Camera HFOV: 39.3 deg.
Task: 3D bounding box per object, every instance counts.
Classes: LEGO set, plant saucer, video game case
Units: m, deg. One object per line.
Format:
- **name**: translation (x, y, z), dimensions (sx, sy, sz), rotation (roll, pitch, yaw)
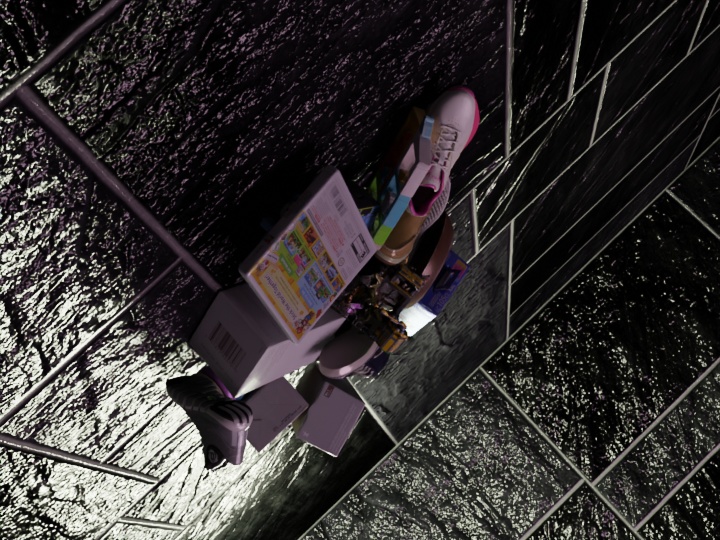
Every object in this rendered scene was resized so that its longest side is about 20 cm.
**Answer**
- **LEGO set**: translation (0.021, 0.017, 1.537), dimensions (0.116, 0.199, 0.154), rotation (-50, -178, 18)
- **plant saucer**: translation (0.109, -0.011, 1.767), dimensions (0.201, 0.034, 0.201), rotation (-57, -169, 18)
- **video game case**: translation (-0.065, -0.017, 1.344), dimensions (0.182, 0.023, 0.200), rotation (-50, 149, -14)

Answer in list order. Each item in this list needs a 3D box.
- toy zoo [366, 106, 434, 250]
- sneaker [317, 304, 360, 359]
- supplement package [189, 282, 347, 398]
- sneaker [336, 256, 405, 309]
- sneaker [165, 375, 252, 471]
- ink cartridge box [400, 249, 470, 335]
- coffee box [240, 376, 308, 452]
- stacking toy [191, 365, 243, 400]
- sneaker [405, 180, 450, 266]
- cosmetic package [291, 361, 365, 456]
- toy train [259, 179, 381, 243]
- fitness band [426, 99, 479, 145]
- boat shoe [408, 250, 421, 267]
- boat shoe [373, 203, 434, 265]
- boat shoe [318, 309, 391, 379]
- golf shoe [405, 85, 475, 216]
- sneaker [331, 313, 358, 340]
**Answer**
- **toy zoo**: translation (0.058, -0.143, 1.447), dimensions (0.132, 0.020, 0.201), rotation (-92, -154, -47)
- **sneaker**: translation (-0.045, 0.069, 1.766), dimensions (0.200, 0.072, 0.115), rotation (-36, 148, -28)
- **supplement package**: translation (-0.137, 0.088, 1.520), dimensions (0.199, 0.117, 0.118), rotation (-19, 150, -53)
- **sneaker**: translation (0.000, 0.000, 1.654), dimensions (0.198, 0.076, 0.115), rotation (8, 123, -37)
- **sneaker**: translation (-0.232, 0.234, 1.488), dimensions (0.074, 0.199, 0.117), rotation (-6, 107, -36)
- **ink cartridge box**: translation (0.129, 0.038, 1.954), dimensions (0.137, 0.076, 0.200), rotation (-53, -178, -27)
- **coffee box**: translation (-0.166, 0.223, 1.701), dimensions (0.113, 0.080, 0.200), rotation (-43, -171, -8)
- **stacking toy**: translation (-0.184, 0.152, 1.638), dimensions (0.200, 0.085, 0.086), rotation (-39, 163, -33)
- **sneaker**: translation (0.097, -0.098, 1.736), dimensions (0.201, 0.072, 0.114), rotation (-58, 177, 26)
- **cosmetic package**: translation (-0.064, 0.231, 1.722), dimensions (0.108, 0.090, 0.200), rotation (-61, -166, 2)
- **toy train**: translation (-0.060, -0.062, 1.413), dimensions (0.199, 0.086, 0.115), rotation (-14, 137, -54)
- **fitness band**: translation (0.126, -0.209, 1.567), dimensions (0.144, 0.037, 0.200), rotation (-44, 164, -2)
- **boat shoe**: translation (0.048, 0.038, 1.900), dimensions (0.200, 0.076, 0.074), rotation (-45, 168, 3)
- **boat shoe**: translation (0.071, -0.084, 1.552), dimensions (0.076, 0.071, 0.200), rotation (-50, -174, 35)
- **boat shoe**: translation (-0.002, 0.143, 1.606), dimensions (0.200, 0.074, 0.094), rotation (-40, 136, -51)
- **golf shoe**: translation (0.114, -0.165, 1.444), dimensions (0.092, 0.075, 0.201), rotation (-96, -153, -59)
- **sneaker**: translation (-0.031, 0.089, 1.682), dimensions (0.099, 0.071, 0.201), rotation (-39, 145, -17)
